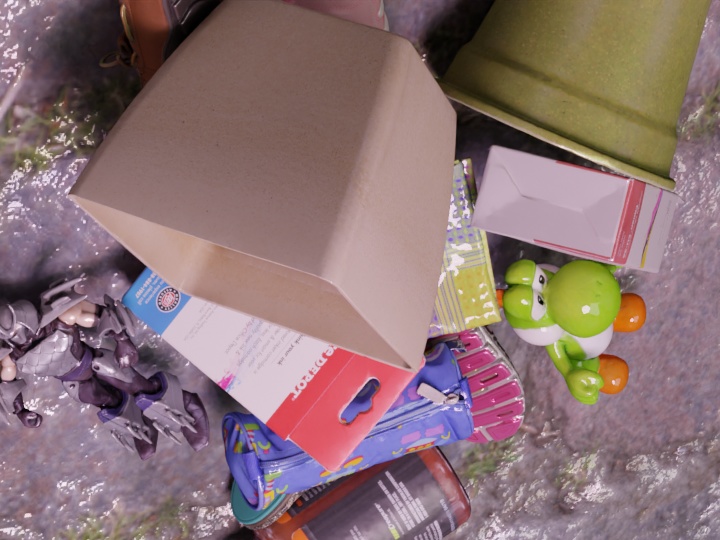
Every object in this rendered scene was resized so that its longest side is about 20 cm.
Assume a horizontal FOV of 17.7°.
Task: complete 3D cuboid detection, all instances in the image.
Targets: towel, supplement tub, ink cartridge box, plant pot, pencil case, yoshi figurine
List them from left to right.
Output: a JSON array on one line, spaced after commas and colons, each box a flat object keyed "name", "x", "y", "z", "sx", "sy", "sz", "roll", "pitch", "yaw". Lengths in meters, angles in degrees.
[{"name": "ink cartridge box", "x": -0.059, "y": 0.039, "z": 1.680, "sx": 0.116, "sy": 0.200, "sz": 0.067, "roll": -50, "pitch": 179, "yaw": 7}, {"name": "plant pot", "x": -0.040, "y": -0.068, "z": 1.532, "sx": 0.178, "sy": 0.199, "sz": 0.200, "roll": -66, "pitch": 156, "yaw": -11}, {"name": "supplement tub", "x": -0.015, "y": 0.214, "z": 1.899, "sx": 0.199, "sy": 0.107, "sz": 0.107, "roll": -33, "pitch": 135, "yaw": -10}, {"name": "pencil case", "x": -0.005, "y": 0.118, "z": 1.762, "sx": 0.199, "sy": 0.087, "sz": 0.078, "roll": -18, "pitch": 92, "yaw": -13}, {"name": "towel", "x": 0.000, "y": 0.000, "z": 1.745, "sx": 0.199, "sy": 0.023, "sz": 0.144, "roll": -13, "pitch": 110, "yaw": -2}, {"name": "ink cartridge box", "x": 0.172, "y": -0.044, "z": 1.778, "sx": 0.200, "sy": 0.116, "sz": 0.068, "roll": 8, "pitch": 96, "yaw": -69}, {"name": "yoshi figurine", "x": 0.186, "y": 0.040, "z": 1.885, "sx": 0.112, "sy": 0.113, "sz": 0.200, "roll": -37, "pitch": 152, "yaw": 13}, {"name": "plant pot", "x": 0.175, "y": -0.182, "z": 1.703, "sx": 0.200, "sy": 0.200, "sz": 0.185, "roll": 16, "pitch": 99, "yaw": -42}]

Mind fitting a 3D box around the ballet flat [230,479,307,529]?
[{"name": "ballet flat", "x": -0.042, "y": 0.118, "z": 1.842, "sx": 0.075, "sy": 0.068, "sz": 0.201, "roll": -5, "pitch": 121, "yaw": -45}]

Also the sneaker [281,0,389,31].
[{"name": "sneaker", "x": -0.004, "y": -0.199, "z": 1.623, "sx": 0.105, "sy": 0.075, "sz": 0.200, "roll": -45, "pitch": 132, "yaw": 8}]

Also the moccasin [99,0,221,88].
[{"name": "moccasin", "x": -0.132, "y": -0.155, "z": 1.569, "sx": 0.074, "sy": 0.078, "sz": 0.202, "roll": -46, "pitch": 150, "yaw": -20}]

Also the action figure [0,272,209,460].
[{"name": "action figure", "x": -0.198, "y": 0.073, "z": 1.678, "sx": 0.130, "sy": 0.070, "sz": 0.200, "roll": -27, "pitch": 139, "yaw": 26}]

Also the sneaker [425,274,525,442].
[{"name": "sneaker", "x": 0.079, "y": 0.052, "z": 1.855, "sx": 0.073, "sy": 0.088, "sz": 0.200, "roll": -20, "pitch": 127, "yaw": 15}]
